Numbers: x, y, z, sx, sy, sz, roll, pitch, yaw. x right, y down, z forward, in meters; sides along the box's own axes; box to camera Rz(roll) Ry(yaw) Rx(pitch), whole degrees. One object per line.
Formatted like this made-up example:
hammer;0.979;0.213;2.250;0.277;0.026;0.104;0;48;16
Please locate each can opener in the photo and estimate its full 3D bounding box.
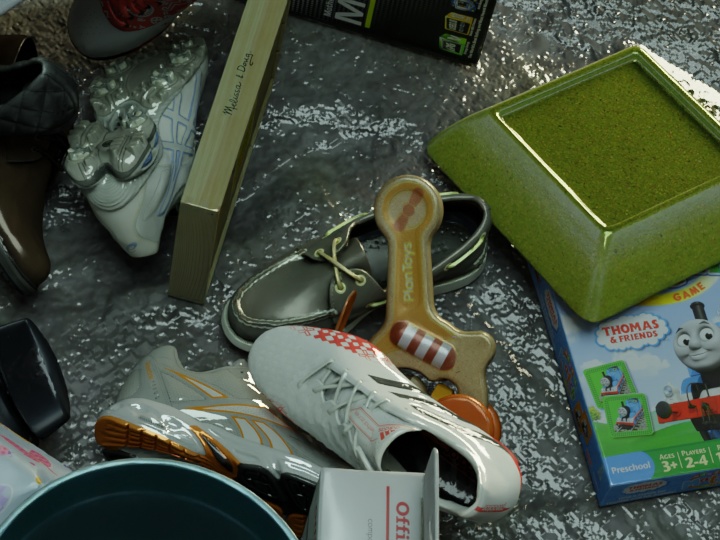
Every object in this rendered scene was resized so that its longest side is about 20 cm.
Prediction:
can opener;-0.253;0.033;1.506;0.078;0.063;0.201;-27;68;-4

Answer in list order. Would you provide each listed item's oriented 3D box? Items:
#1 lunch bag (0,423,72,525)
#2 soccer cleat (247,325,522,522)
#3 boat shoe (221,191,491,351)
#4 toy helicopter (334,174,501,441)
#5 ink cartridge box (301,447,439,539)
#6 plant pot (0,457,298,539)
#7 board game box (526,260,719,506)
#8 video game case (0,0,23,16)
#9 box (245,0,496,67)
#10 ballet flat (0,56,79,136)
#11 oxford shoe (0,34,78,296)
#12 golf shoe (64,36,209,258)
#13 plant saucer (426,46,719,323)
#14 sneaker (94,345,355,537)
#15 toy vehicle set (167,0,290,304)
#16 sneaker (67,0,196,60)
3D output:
lunch bag;-0.285;0.171;1.386;0.169;0.127;0.201;31;88;11
soccer cleat;0.010;0.094;1.430;0.199;0.085;0.069;32;102;16
boat shoe;-0.001;-0.003;1.569;0.200;0.060;0.072;-20;65;-19
toy helicopter;0.023;0.038;1.511;0.131;0.079;0.202;-2;87;8
ink cartridge box;-0.001;0.194;1.374;0.066;0.200;0.117;5;59;-6
plant pot;-0.129;0.241;1.334;0.198;0.188;0.202;4;59;-7
board game box;0.210;0.054;1.585;0.150;0.037;0.201;-8;61;-13
video game case;-0.221;-0.199;1.545;0.181;0.200;0.024;-31;102;15
box;0.012;-0.242;1.629;0.191;0.201;0.048;15;57;-1
ballet flat;-0.280;-0.116;1.523;0.198;0.057;0.067;-5;53;15
oxford shoe;-0.231;-0.078;1.557;0.084;0.073;0.201;-19;65;8
golf shoe;-0.146;-0.086;1.596;0.078;0.098;0.201;-7;32;21
plant saucer;0.180;-0.078;1.618;0.199;0.048;0.200;-24;53;-25
sneaker;-0.066;0.104;1.493;0.198;0.076;0.092;21;55;2
toy vehicle set;-0.088;-0.092;1.570;0.026;0.125;0.201;16;59;0
sneaker;-0.142;-0.206;1.573;0.200;0.108;0.068;-27;87;23
